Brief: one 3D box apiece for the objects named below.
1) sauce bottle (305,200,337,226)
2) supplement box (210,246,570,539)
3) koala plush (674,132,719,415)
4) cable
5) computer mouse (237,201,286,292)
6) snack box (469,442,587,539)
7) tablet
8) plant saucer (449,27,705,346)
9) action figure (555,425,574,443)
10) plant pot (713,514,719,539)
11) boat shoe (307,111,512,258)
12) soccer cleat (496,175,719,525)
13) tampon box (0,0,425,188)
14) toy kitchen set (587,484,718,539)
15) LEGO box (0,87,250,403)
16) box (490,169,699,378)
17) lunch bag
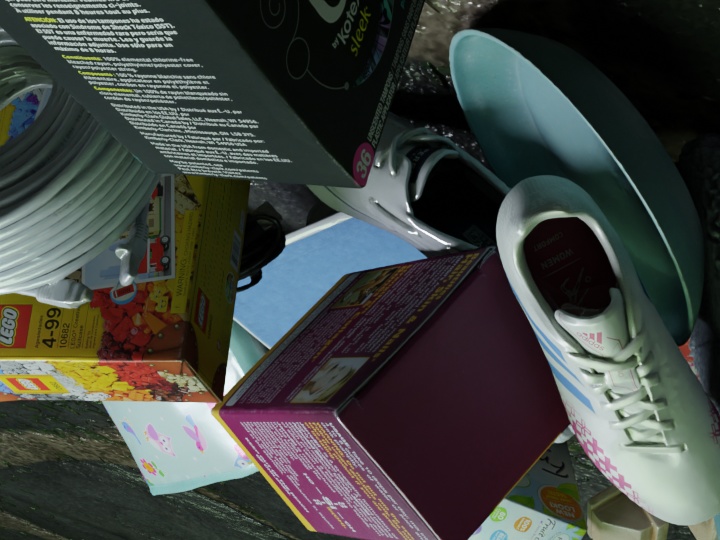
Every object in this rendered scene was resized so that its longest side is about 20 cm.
[{"bbox_3d":[-0.021,0.015,1.222,0.065,0.067,0.201,16,155,4],"label":"sauce bottle"},{"bbox_3d":[0.019,0.073,0.950,0.104,0.131,0.200,51,160,-12],"label":"supplement box"},{"bbox_3d":[0.282,0.010,0.863,0.197,0.186,0.177,-4,179,-12],"label":"koala plush"},{"bbox_3d":[-0.200,-0.079,0.946,0.197,0.202,0.069,0,149,21],"label":"cable"},{"bbox_3d":[-0.155,-0.029,1.098,0.199,0.138,0.053,28,148,42],"label":"computer mouse"},{"bbox_3d":[0.088,0.131,1.277,0.141,0.201,0.053,21,115,-12],"label":"snack box"},{"bbox_3d":[0.000,0.000,1.136,0.198,0.014,0.130,-22,141,22],"label":"tablet"},{"bbox_3d":[0.120,-0.051,0.884,0.201,0.036,0.200,53,171,12],"label":"plant saucer"},{"bbox_3d":[0.153,0.077,1.150,0.118,0.055,0.199,39,123,-24],"label":"action figure"},{"bbox_3d":[0.338,0.124,1.051,0.198,0.202,0.162,16,147,4],"label":"plant pot"},{"bbox_3d":[0.038,-0.052,0.964,0.199,0.074,0.066,33,155,16],"label":"boat shoe"},{"bbox_3d":[0.125,0.047,0.836,0.201,0.069,0.086,59,-173,-6],"label":"soccer cleat"},{"bbox_3d":[-0.070,-0.151,0.735,0.125,0.151,0.200,5,156,30],"label":"tampon box"},{"bbox_3d":[0.278,0.210,1.221,0.162,0.181,0.201,-26,152,-7],"label":"toy kitchen set"},{"bbox_3d":[-0.150,-0.027,1.006,0.147,0.202,0.077,-1,156,13],"label":"LEGO box"},{"bbox_3d":[0.159,0.020,1.020,0.197,0.100,0.096,12,140,13],"label":"box"},{"bbox_3d":[-0.121,0.072,1.285,0.199,0.121,0.172,-18,102,58],"label":"lunch bag"}]
